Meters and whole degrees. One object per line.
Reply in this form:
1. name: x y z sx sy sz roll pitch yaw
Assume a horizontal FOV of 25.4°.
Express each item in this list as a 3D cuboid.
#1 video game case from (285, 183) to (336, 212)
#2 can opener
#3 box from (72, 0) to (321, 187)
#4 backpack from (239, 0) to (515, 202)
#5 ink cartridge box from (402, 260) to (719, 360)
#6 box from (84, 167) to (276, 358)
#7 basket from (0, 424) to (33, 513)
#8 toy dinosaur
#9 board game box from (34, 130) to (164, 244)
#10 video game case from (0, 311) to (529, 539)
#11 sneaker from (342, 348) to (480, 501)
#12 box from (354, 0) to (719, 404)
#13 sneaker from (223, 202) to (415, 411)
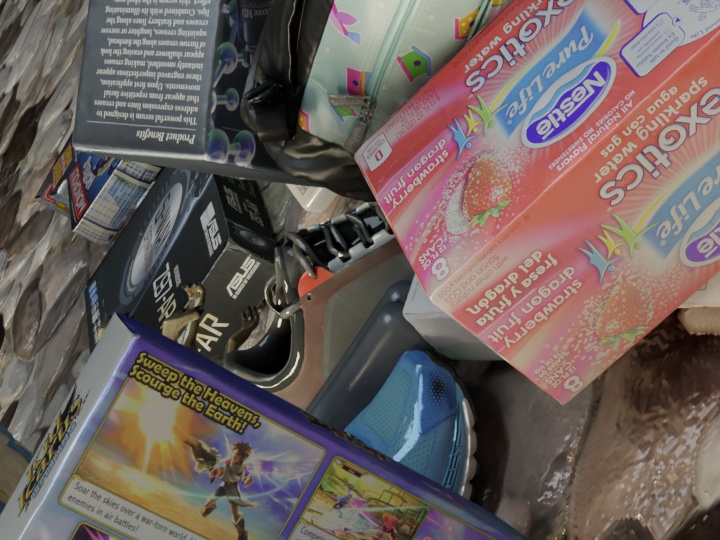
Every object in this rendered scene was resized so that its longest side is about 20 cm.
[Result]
1. video game case: -0.018 -0.171 0.997 0.200 0.024 0.183 -49 60 24
2. can opener: -0.035 0.082 0.805 0.201 0.067 0.053 -56 4 25
3. box: -0.070 -0.157 0.928 0.106 0.148 0.202 8 92 36
4. backpack: 0.035 -0.145 0.700 0.201 0.125 0.168 119 164 -44
5. ink cartridge box: 0.122 -0.042 0.702 0.199 0.050 0.162 -2 60 43
6. box: -0.127 0.007 1.103 0.161 0.043 0.200 -53 26 17
7. basket: -0.307 0.207 1.118 0.176 0.139 0.201 -47 18 25
8. toy dinosaur: -0.099 0.071 0.849 0.058 0.102 0.199 1 22 43
9. board game box: -0.193 -0.102 1.323 0.201 0.061 0.200 -54 26 17
10. video game case: -0.055 0.142 0.636 0.182 0.199 0.045 -59 23 0
11. sneaker: -0.021 0.120 0.726 0.201 0.090 0.078 -57 25 0
12. box: 0.109 -0.061 0.616 0.200 0.094 0.103 -43 38 13
13. sneaker: 0.000 0.000 0.823 0.201 0.081 0.077 -55 25 13
